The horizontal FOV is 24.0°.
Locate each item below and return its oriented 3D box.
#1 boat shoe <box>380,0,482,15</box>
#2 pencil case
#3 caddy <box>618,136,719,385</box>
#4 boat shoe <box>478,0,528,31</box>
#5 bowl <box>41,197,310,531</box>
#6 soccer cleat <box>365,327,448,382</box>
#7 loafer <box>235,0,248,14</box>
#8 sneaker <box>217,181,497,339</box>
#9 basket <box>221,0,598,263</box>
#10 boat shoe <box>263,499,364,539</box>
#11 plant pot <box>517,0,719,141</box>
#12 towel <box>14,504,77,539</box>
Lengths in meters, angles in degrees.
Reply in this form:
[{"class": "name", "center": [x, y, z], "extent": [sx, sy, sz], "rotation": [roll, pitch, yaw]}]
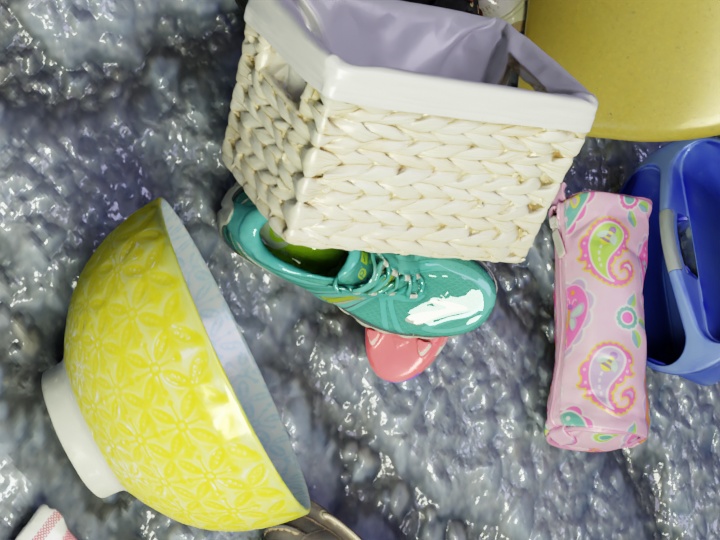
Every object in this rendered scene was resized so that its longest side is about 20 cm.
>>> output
[{"class": "boat shoe", "center": [0.041, -0.189, 1.179], "extent": [0.201, 0.073, 0.064], "rotation": [-20, 98, -72]}, {"class": "pencil case", "center": [0.180, 0.036, 1.293], "extent": [0.087, 0.087, 0.203], "rotation": [15, 70, -40]}, {"class": "caddy", "center": [0.268, -0.007, 1.337], "extent": [0.105, 0.141, 0.202], "rotation": [27, 49, -42]}, {"class": "boat shoe", "center": [0.136, -0.274, 1.330], "extent": [0.065, 0.072, 0.201], "rotation": [45, 59, -28]}, {"class": "bowl", "center": [-0.118, 0.070, 0.968], "extent": [0.107, 0.200, 0.202], "rotation": [-25, 101, 0]}, {"class": "soccer cleat", "center": [0.052, -0.014, 1.200], "extent": [0.077, 0.066, 0.202], "rotation": [52, 49, -70]}, {"class": "loafer", "center": [-0.029, -0.167, 1.146], "extent": [0.068, 0.070, 0.202], "rotation": [-41, 109, -41]}, {"class": "sneaker", "center": [0.000, 0.000, 1.097], "extent": [0.198, 0.080, 0.078], "rotation": [18, 97, -18]}, {"class": "basket", "center": [0.023, -0.090, 1.059], "extent": [0.198, 0.136, 0.124], "rotation": [5, 118, -31]}, {"class": "boat shoe", "center": [0.016, 0.213, 1.103], "extent": [0.200, 0.074, 0.074], "rotation": [41, 56, -31]}, {"class": "plant pot", "center": [0.258, -0.192, 1.284], "extent": [0.194, 0.198, 0.197], "rotation": [-12, 113, -50]}, {"class": "towel", "center": [-0.153, 0.249, 0.961], "extent": [0.200, 0.030, 0.147], "rotation": [50, 51, -26]}]
